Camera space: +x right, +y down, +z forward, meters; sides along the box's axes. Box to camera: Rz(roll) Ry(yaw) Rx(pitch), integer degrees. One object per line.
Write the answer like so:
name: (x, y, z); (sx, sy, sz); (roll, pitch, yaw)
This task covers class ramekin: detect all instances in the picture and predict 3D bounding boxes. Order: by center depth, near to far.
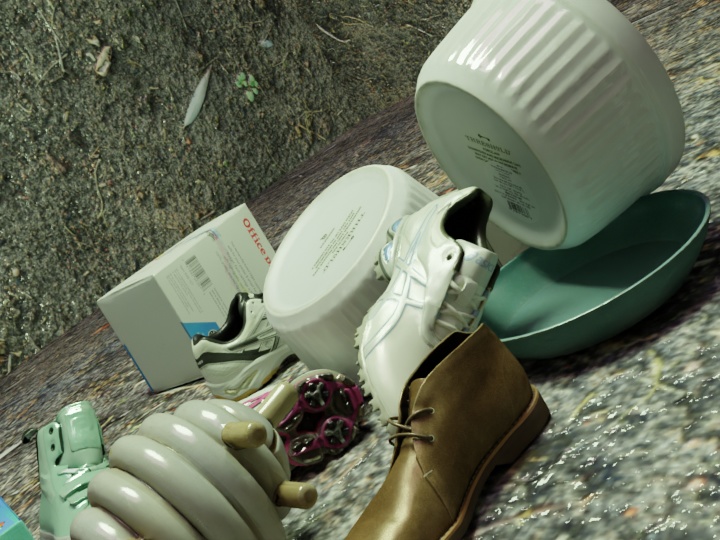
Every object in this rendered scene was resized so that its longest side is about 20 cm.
ramekin: (0.130, -0.110, 0.698); (0.105, 0.201, 0.200); (-42, 14, -13)
ramekin: (0.000, 0.000, 0.813); (0.201, 0.094, 0.204); (-38, 29, 24)

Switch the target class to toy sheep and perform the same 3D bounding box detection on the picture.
toy sheep: (-0.099, 0.145, 0.565); (0.200, 0.139, 0.137); (-43, 16, -31)

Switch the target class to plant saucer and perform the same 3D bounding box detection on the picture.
plant saucer: (0.164, 0.008, 0.676); (0.197, 0.036, 0.200); (-30, 11, 6)

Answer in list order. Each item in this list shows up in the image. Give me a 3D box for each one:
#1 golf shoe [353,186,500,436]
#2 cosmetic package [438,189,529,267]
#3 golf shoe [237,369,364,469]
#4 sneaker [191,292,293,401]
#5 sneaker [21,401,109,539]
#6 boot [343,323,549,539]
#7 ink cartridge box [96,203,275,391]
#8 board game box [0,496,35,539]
golf shoe: (0.052, 0.022, 0.640); (0.097, 0.077, 0.203); (-39, 33, 40)
cosmetic package: (0.078, -0.025, 0.940); (0.198, 0.074, 0.103); (-19, 17, 47)
golf shoe: (-0.091, 0.140, 0.717); (0.197, 0.074, 0.092); (-24, 4, -14)
sneaker: (-0.093, 0.050, 1.004); (0.199, 0.089, 0.075); (-41, 22, -24)
sneaker: (-0.231, 0.170, 0.786); (0.073, 0.121, 0.199); (-4, -9, -38)
boot: (0.031, 0.106, 0.523); (0.073, 0.076, 0.200); (-15, 21, 47)
ink cartridge box: (-0.214, 0.036, 1.254); (0.143, 0.149, 0.200); (-20, 15, 42)
board game box: (-0.402, 0.296, 0.922); (0.151, 0.046, 0.199); (-37, 12, -25)
